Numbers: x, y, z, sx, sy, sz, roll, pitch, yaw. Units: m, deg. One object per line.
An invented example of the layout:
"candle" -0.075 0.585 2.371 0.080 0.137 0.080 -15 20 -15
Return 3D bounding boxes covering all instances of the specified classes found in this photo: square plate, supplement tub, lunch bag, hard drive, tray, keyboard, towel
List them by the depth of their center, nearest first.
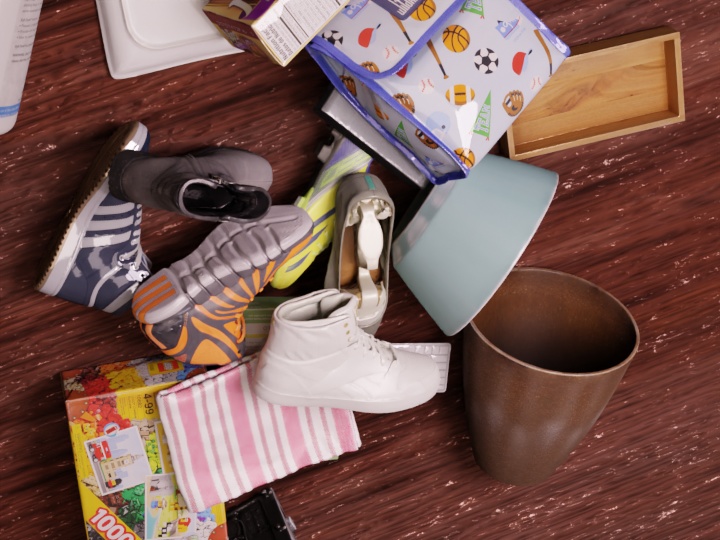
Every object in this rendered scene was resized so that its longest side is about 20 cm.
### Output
"supplement tub" -0.354 -0.231 1.310 0.132 0.132 0.200 11 107 -19
"lunch bag" 0.067 -0.208 1.383 0.200 0.124 0.170 43 77 -9
"square plate" -0.160 -0.294 1.396 0.198 0.028 0.200 -14 114 -10
"hard drive" 0.061 -0.202 1.462 0.140 0.033 0.200 36 81 -24
"towel" -0.103 0.157 1.515 0.200 0.030 0.146 -21 116 -17
"tray" 0.241 -0.188 1.546 0.200 0.037 0.099 -14 115 -9
"keyboard" 0.000 0.104 1.562 0.200 0.011 0.056 1 111 -18

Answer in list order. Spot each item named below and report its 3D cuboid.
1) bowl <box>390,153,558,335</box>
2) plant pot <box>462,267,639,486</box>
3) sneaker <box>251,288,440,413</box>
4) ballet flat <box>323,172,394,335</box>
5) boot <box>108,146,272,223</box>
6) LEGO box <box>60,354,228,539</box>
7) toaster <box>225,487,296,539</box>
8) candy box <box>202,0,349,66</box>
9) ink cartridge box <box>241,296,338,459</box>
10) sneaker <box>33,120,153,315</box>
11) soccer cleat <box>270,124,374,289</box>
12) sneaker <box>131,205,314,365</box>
"bowl" 0.103 -0.043 1.497 0.105 0.201 0.201 33 100 -5
"plant pot" 0.188 0.131 1.597 0.187 0.187 0.200 -1 126 -15
"sneaker" -0.001 0.077 1.465 0.200 0.074 0.116 1 125 -22
"ballet flat" 0.000 0.000 1.481 0.067 0.064 0.200 -7 119 -16
"boot" -0.129 -0.073 1.401 0.200 0.132 0.070 -10 111 -47
"LEGO box" -0.227 0.196 1.547 0.149 0.077 0.200 -10 114 -11
"toaster" -0.137 0.358 1.580 0.200 0.181 0.119 -29 117 -4
"candy box" -0.043 -0.285 1.359 0.200 0.117 0.056 -45 123 -9
"ink cartridge box" -0.077 0.126 1.579 0.145 0.048 0.200 0 109 -16
"sneaker" -0.232 -0.046 1.452 0.108 0.070 0.200 26 107 -21
"soccer cleat" -0.030 -0.062 1.502 0.084 0.065 0.200 26 101 -12
"sneaker" -0.124 0.019 1.467 0.200 0.078 0.112 -30 132 -2
